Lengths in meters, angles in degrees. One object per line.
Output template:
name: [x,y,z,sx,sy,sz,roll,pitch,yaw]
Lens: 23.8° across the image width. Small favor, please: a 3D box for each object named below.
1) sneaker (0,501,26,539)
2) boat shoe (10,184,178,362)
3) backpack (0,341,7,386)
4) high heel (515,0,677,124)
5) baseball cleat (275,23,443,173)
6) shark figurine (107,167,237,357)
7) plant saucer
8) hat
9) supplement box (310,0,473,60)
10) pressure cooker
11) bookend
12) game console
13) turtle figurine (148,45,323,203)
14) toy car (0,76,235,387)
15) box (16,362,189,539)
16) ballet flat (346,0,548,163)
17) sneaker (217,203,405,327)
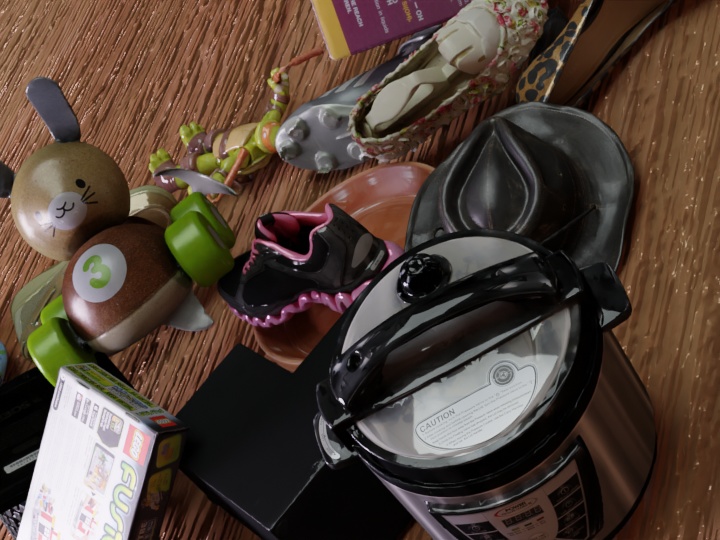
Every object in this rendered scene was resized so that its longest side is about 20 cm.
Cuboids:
sneaker: [-0.223,0.187,1.371,0.198,0.079,0.085,-3,32,42]
boat shoe: [-0.241,0.004,1.569,0.200,0.073,0.063,-38,42,13]
backpack: [-0.419,0.120,1.568,0.181,0.135,0.201,-24,37,24]
high heel: [0.204,-0.188,1.323,0.199,0.071,0.144,-34,29,38]
baseball cleat: [0.020,-0.150,1.489,0.198,0.070,0.107,-18,28,24]
shark figurine: [-0.153,0.004,1.466,0.089,0.128,0.215,40,109,16]
plant saucer: [0.000,0.000,1.368,0.199,0.032,0.202,-26,38,22]
hat: [0.102,-0.054,1.246,0.199,0.081,0.203,-15,54,22]
supplement box: [0.061,-0.264,1.452,0.198,0.104,0.131,-18,10,16]
pressure cooker: [0.075,0.075,1.048,0.177,0.200,0.177,14,65,35]
bookend: [-0.025,0.101,1.236,0.199,0.092,0.199,-50,34,-12]
game console: [-0.279,0.154,1.388,0.199,0.117,0.176,-28,44,-22]
turtle figurine: [-0.111,-0.119,1.572,0.160,0.064,0.201,-8,44,47]
toy car: [-0.218,-0.042,1.314,0.164,0.201,0.158,-37,12,5]
box: [-0.197,0.183,1.252,0.109,0.035,0.202,28,109,33]
ballet flat: [0.067,-0.157,1.372,0.200,0.064,0.076,-43,71,21]
sneaker: [-0.056,-0.013,1.322,0.199,0.095,0.080,-10,48,49]
